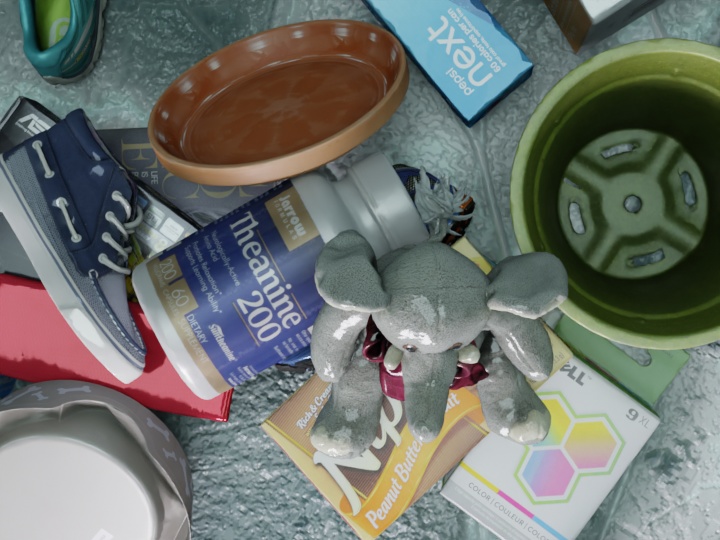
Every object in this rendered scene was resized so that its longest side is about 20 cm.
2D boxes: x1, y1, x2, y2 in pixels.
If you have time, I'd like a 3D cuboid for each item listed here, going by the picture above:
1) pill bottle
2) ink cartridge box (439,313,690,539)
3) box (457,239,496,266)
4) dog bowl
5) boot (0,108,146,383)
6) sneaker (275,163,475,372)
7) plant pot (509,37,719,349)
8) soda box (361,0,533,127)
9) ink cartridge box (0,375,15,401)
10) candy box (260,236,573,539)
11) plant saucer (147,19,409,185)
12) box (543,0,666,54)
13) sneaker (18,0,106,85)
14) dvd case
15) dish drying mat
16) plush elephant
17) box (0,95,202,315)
[{"bbox_3d":[-0.053,-0.002,0.935,0.199,0.111,0.111,-30,88,-1],"label":"pill bottle"},{"bbox_3d":[0.160,0.118,1.005,0.104,0.059,0.200,36,94,4],"label":"ink cartridge box"},{"bbox_3d":[0.039,0.071,1.006,0.049,0.082,0.200,36,93,5],"label":"box"},{"bbox_3d":[-0.220,0.172,1.006,0.199,0.059,0.201,4,120,8],"label":"dog bowl"},{"bbox_3d":[-0.193,-0.022,0.961,0.090,0.073,0.200,-34,81,0],"label":"boot"},{"bbox_3d":[0.000,0.000,1.021,0.078,0.075,0.200,43,88,15],"label":"sneaker"},{"bbox_3d":[0.203,-0.051,0.934,0.199,0.190,0.201,0,91,4],"label":"plant pot"},{"bbox_3d":[0.045,-0.209,1.010,0.068,0.064,0.200,-40,88,5],"label":"soda box"},{"bbox_3d":[-0.363,0.141,1.050,0.115,0.068,0.201,20,93,5],"label":"ink cartridge box"},{"bbox_3d":[0.040,0.084,0.936,0.200,0.055,0.115,-43,86,5],"label":"candy box"},{"bbox_3d":[-0.060,-0.123,0.972,0.199,0.201,0.032,-14,127,5],"label":"plant saucer"},{"bbox_3d":[0.157,-0.279,0.954,0.106,0.152,0.201,-31,87,6],"label":"box"},{"bbox_3d":[-0.234,-0.248,1.027,0.077,0.080,0.201,0,90,5],"label":"sneaker"},{"bbox_3d":[-0.138,-0.042,1.053,0.199,0.016,0.150,-2,90,5],"label":"dvd case"},{"bbox_3d":[-0.191,0.059,1.000,0.199,0.018,0.077,12,92,2],"label":"dish drying mat"},{"bbox_3d":[0.044,0.038,0.820,0.164,0.155,0.201,2,98,5],"label":"plush elephant"},{"bbox_3d":[-0.230,-0.014,1.031,0.200,0.049,0.161,38,92,2],"label":"box"}]
